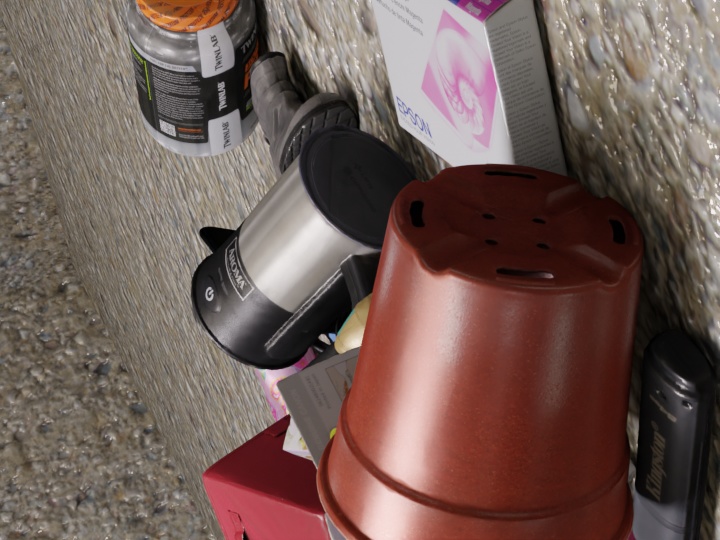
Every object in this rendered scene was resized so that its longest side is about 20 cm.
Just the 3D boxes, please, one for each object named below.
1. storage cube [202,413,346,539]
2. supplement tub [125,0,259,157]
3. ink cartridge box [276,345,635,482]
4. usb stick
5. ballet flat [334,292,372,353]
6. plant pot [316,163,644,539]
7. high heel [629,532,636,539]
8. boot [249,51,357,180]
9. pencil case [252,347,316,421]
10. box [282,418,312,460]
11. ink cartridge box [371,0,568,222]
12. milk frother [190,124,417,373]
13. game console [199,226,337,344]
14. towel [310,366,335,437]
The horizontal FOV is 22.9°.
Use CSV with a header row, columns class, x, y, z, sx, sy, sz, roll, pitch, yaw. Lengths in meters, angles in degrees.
class,x,y,z,sx,sy,sz,roll,pitch,yaw
storage cube,-0.003,0.226,1.601,0.180,0.200,0.171,10,123,51
supplement tub,-0.157,-0.210,1.684,0.123,0.122,0.200,59,164,28
ink cartridge box,0.063,0.113,1.214,0.160,0.200,0.047,62,162,23
usb stick,0.191,0.115,1.089,0.200,0.033,0.056,84,159,-48
ballet flat,0.063,0.096,1.329,0.200,0.063,0.069,43,-156,-10
plant pot,0.081,0.054,1.068,0.201,0.200,0.196,-130,39,-50
high heel,0.141,0.180,1.245,0.200,0.096,0.067,63,165,17
boot,-0.062,-0.139,1.570,0.200,0.070,0.132,114,137,-65
pencil case,-0.082,0.100,1.982,0.200,0.087,0.087,66,166,3
box,0.004,0.123,1.325,0.200,0.041,0.039,-8,65,61
ink cartridge box,0.059,-0.153,1.145,0.196,0.043,0.200,46,156,57
milk frother,0.000,0.000,1.449,0.181,0.200,0.188,58,134,13
game console,-0.057,0.050,1.731,0.200,0.116,0.176,50,157,51
towel,0.020,0.159,1.261,0.200,0.018,0.086,46,152,18
